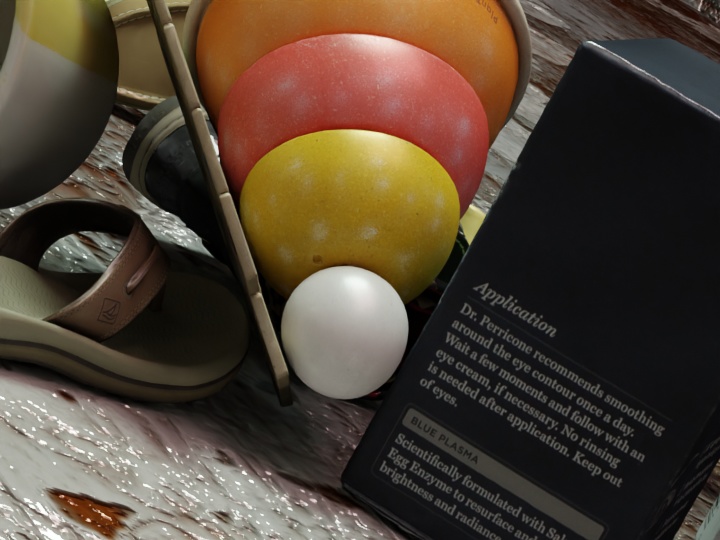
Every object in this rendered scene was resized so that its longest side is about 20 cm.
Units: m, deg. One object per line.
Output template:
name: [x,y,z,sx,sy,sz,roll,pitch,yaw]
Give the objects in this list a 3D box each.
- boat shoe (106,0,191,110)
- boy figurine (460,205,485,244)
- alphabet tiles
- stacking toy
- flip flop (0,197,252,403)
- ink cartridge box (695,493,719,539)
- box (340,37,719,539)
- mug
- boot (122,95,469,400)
boat shoe: [-0.048,-0.113,1.539,0.199,0.074,0.066,-2,12,-10]
boy figurine: [0.020,-0.032,1.528,0.124,0.065,0.200,29,9,-17]
alphabet tiles: [-0.061,-0.046,1.164,0.166,0.006,0.201,94,-22,-80]
stacking toy: [-0.006,-0.032,1.171,0.146,0.146,0.201,25,42,-19]
flip flop: [-0.109,0.000,1.100,0.200,0.058,0.081,17,17,-46]
ink cartridge box: [0.273,0.107,1.310,0.199,0.163,0.057,29,17,-2]
box: [0.108,0.018,1.194,0.117,0.201,0.197,31,12,10]
mug: [-0.151,-0.096,1.147,0.150,0.186,0.153,61,12,15]
boot: [0.000,0.000,1.326,0.200,0.073,0.151,26,15,-43]
